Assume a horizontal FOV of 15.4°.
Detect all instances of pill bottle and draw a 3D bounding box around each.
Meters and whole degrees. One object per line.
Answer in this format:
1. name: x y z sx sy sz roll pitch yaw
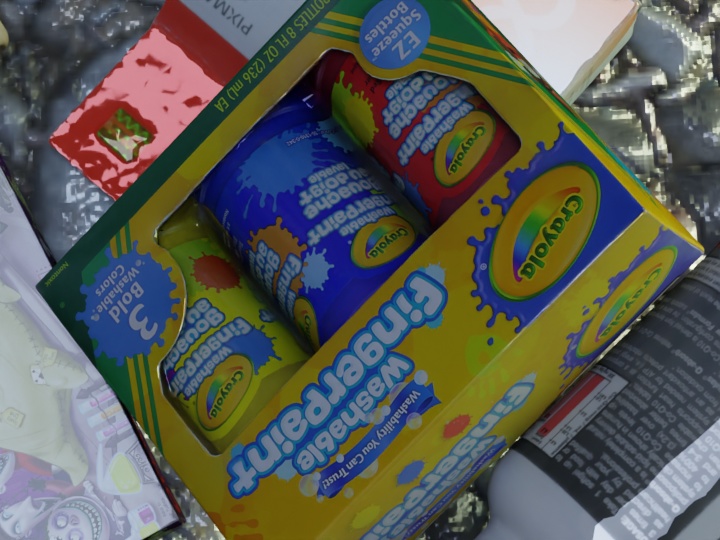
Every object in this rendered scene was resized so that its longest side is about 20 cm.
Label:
1. pill bottle: 0.121 0.085 1.022 0.200 0.116 0.116 -43 81 -5

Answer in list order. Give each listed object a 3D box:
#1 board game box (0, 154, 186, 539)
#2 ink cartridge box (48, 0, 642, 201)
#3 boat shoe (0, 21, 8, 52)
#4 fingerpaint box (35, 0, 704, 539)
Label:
1. board game box: -0.168 0.042 1.088 0.120 0.032 0.201 -29 80 1
2. ink cartridge box: -0.009 -0.083 1.092 0.162 0.050 0.200 41 81 9
3. boat shoe: -0.228 -0.047 1.057 0.200 0.072 0.065 -41 88 1
4. fingerpaint box: 0.000 0.000 1.018 0.200 0.073 0.167 -45 63 10
